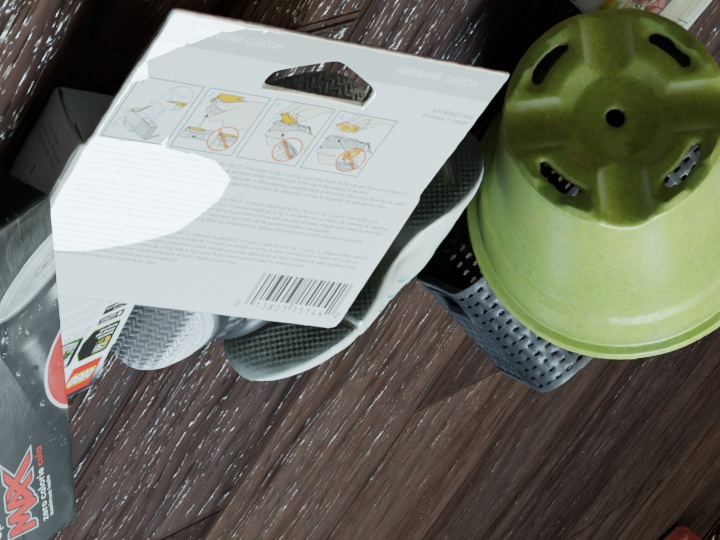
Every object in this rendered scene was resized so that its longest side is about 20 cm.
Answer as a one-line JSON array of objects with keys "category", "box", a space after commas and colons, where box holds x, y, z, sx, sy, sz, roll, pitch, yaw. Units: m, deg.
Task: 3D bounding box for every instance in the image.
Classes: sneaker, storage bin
[{"category": "sneaker", "box": [0.000, 0.000, 1.619, 0.200, 0.070, 0.080, -43, 166, -14]}, {"category": "storage bin", "box": [0.148, -0.027, 1.776, 0.200, 0.094, 0.135, -45, -166, -5]}, {"category": "sneaker", "box": [-0.051, -0.031, 1.422, 0.200, 0.076, 0.114, -47, 165, 23]}]

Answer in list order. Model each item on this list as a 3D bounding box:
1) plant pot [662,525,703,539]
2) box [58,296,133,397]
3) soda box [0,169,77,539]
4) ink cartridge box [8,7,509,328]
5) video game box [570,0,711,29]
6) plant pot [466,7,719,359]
[{"category": "plant pot", "box": [0.412, 0.450, 3.463, 0.199, 0.200, 0.177, -38, 149, -26]}, {"category": "box", "box": [-0.190, 0.043, 1.317, 0.200, 0.035, 0.110, -26, 154, -49]}, {"category": "soda box", "box": [-0.176, 0.046, 1.205, 0.071, 0.063, 0.201, -39, 145, -36]}, {"category": "ink cartridge box", "box": [-0.055, -0.055, 1.262, 0.199, 0.045, 0.177, 8, 130, -38]}, {"category": "video game box", "box": [0.215, -0.231, 1.647, 0.200, 0.047, 0.182, -50, 165, 12]}, {"category": "plant pot", "box": [0.156, -0.065, 1.605, 0.200, 0.200, 0.184, -44, 165, -5]}]
